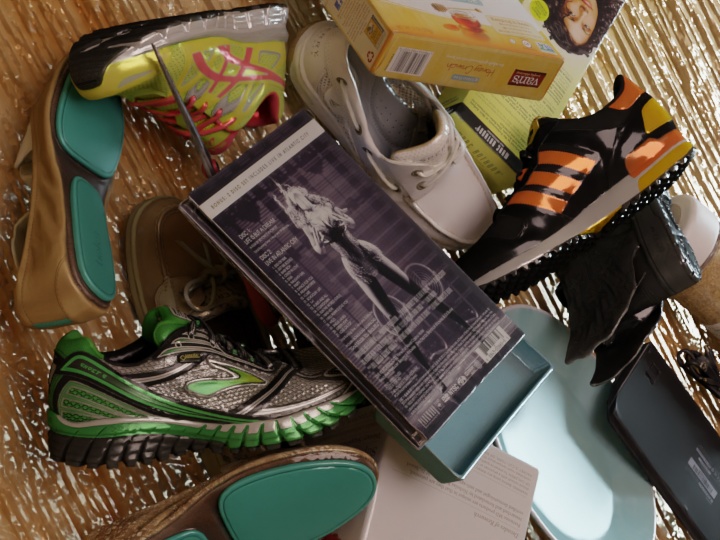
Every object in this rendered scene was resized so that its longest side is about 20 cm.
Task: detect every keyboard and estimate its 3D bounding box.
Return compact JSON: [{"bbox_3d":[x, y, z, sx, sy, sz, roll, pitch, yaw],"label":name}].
[{"bbox_3d":[0.250,0.134,1.737,0.200,0.021,0.127,54,49,-18],"label":"keyboard"}]

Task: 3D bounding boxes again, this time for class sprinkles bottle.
[{"bbox_3d":[0.285,0.028,1.767,0.200,0.068,0.068,39,58,-22],"label":"sprinkles bottle"}]

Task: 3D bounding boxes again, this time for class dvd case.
[{"bbox_3d":[-0.002,0.002,1.455,0.200,0.016,0.149,46,36,2],"label":"dvd case"}]

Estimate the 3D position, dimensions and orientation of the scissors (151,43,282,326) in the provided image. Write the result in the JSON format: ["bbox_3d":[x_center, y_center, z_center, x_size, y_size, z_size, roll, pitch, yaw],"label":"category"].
[{"bbox_3d":[-0.088,-0.054,1.476,0.073,0.014,0.201,-85,153,-70],"label":"scissors"}]

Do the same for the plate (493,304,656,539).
[{"bbox_3d":[0.134,0.119,1.628,0.200,0.026,0.201,38,37,-36],"label":"plate"}]

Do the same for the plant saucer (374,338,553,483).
[{"bbox_3d":[0.064,0.074,1.498,0.070,0.019,0.200,43,26,3],"label":"plant saucer"}]

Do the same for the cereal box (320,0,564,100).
[{"bbox_3d":[0.029,-0.192,1.590,0.143,0.040,0.200,4,39,-36],"label":"cereal box"}]

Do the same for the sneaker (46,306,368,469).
[{"bbox_3d":[-0.085,0.062,1.412,0.199,0.078,0.086,-6,98,-18],"label":"sneaker"}]

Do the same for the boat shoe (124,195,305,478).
[{"bbox_3d":[-0.083,0.044,1.498,0.073,0.063,0.201,-25,93,-37],"label":"boat shoe"}]

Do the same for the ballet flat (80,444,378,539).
[{"bbox_3d":[-0.087,0.145,1.426,0.199,0.065,0.071,-23,119,-8],"label":"ballet flat"}]

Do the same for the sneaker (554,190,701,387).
[{"bbox_3d":[0.174,-0.012,1.692,0.060,0.104,0.200,45,18,-33],"label":"sneaker"}]

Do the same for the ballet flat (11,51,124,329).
[{"bbox_3d":[-0.182,-0.050,1.446,0.069,0.063,0.201,45,31,-41],"label":"ballet flat"}]

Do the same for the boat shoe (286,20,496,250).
[{"bbox_3d":[0.032,-0.083,1.595,0.200,0.069,0.071,46,72,-29],"label":"boat shoe"}]

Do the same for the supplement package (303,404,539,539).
[{"bbox_3d":[0.012,0.200,1.490,0.119,0.121,0.201,27,62,-27],"label":"supplement package"}]

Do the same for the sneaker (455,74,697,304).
[{"bbox_3d":[0.126,-0.055,1.629,0.200,0.070,0.090,-33,78,-12],"label":"sneaker"}]

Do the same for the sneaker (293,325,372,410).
[{"bbox_3d":[0.000,0.000,1.546,0.089,0.078,0.201,18,50,-53],"label":"sneaker"}]

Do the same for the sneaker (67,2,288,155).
[{"bbox_3d":[-0.103,-0.115,1.503,0.200,0.078,0.091,-15,101,-54],"label":"sneaker"}]

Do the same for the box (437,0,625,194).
[{"bbox_3d":[0.118,-0.151,1.705,0.075,0.050,0.200,42,58,-20],"label":"box"}]
